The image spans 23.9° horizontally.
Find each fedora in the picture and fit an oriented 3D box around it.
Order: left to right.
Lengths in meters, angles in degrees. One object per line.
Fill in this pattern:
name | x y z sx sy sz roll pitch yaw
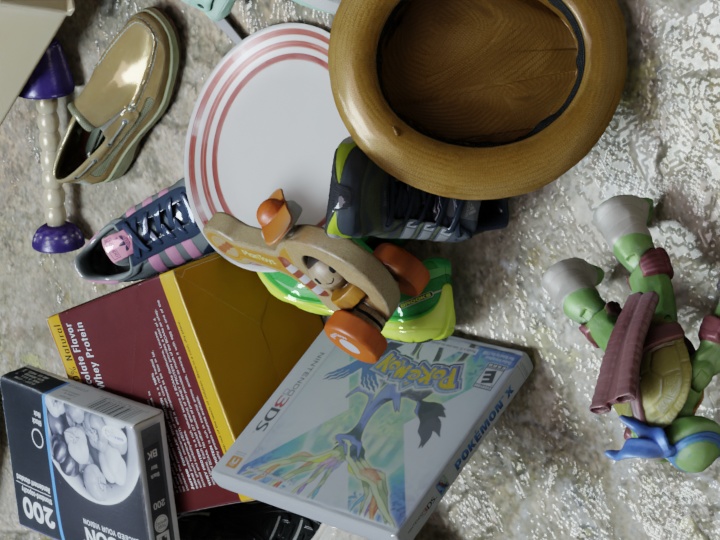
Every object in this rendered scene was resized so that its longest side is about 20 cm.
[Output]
fedora | 0.079 -0.141 1.158 0.200 0.082 0.201 0 93 2

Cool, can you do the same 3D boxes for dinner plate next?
dinner plate | -0.062 -0.097 1.362 0.200 0.024 0.201 -5 82 36

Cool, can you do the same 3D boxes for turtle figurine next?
turtle figurine | 0.220 0.053 1.134 0.144 0.199 0.194 89 159 -52

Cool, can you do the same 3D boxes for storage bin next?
storage bin | -0.351 -0.255 1.540 0.200 0.093 0.199 -47 49 44

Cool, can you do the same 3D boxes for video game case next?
video game case | 0.007 0.115 1.305 0.200 0.182 0.022 12 143 42

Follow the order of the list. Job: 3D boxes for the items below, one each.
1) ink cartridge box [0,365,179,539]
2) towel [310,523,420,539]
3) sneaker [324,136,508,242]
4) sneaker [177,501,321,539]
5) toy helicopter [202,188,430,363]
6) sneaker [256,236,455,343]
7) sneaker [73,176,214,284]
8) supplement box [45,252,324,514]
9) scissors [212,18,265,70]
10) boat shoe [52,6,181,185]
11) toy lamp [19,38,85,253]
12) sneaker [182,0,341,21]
ink cartridge box | -0.231 0.197 1.474 0.198 0.043 0.201 12 115 44
towel | 0.002 0.282 1.433 0.132 0.035 0.200 26 128 -6
sneaker | 0.041 -0.054 1.198 0.081 0.200 0.074 11 99 28
sneaker | -0.081 0.247 1.528 0.200 0.074 0.079 6 146 36
toy helicopter | -0.054 -0.014 1.265 0.200 0.079 0.132 17 157 45
sneaker | 0.000 0.000 1.348 0.200 0.074 0.084 16 99 38
sneaker | -0.178 -0.032 1.496 0.200 0.082 0.070 -32 82 47
supplement box | -0.136 0.094 1.466 0.200 0.133 0.198 -19 92 47
scissors | -0.142 -0.241 1.427 0.200 0.014 0.073 38 127 31
boat shoe | -0.220 -0.144 1.500 0.072 0.076 0.200 47 133 22
toy lamp | -0.292 -0.117 1.598 0.058 0.058 0.201 16 116 41
sneaker | -0.078 -0.234 1.338 0.200 0.074 0.118 32 149 17
